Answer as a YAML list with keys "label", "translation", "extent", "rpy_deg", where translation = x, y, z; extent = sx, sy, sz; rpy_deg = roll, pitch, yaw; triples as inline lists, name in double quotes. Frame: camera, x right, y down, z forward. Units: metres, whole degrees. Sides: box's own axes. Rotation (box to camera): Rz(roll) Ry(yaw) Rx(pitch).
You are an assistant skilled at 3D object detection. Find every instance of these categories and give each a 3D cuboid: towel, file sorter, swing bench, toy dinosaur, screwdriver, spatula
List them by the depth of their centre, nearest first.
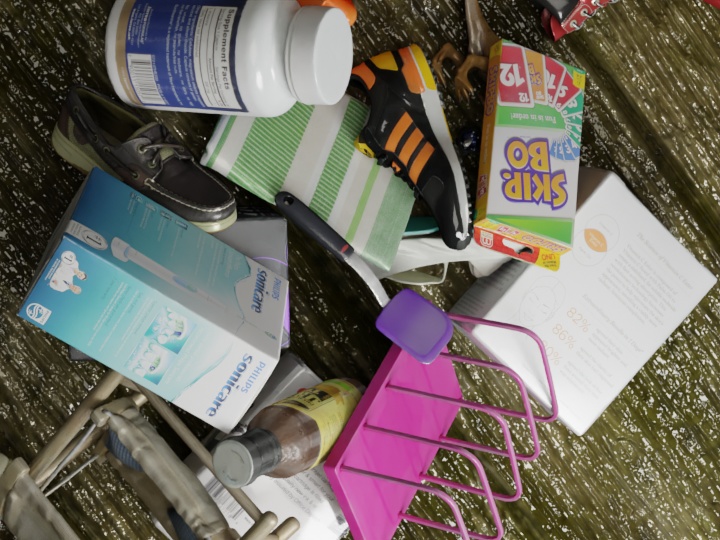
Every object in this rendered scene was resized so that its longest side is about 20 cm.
- label: "swing bench"
  translation: [-0.194, 0.214, 1.397]
  extent: [0.200, 0.130, 0.199]
  rpy_deg: [-44, 76, -2]
- label: "spatula"
  translation: [0.000, 0.000, 1.427]
  extent: [0.200, 0.021, 0.057]
  rpy_deg: [44, 59, -2]
- label: "file sorter"
  translation: [0.080, 0.153, 1.433]
  extent: [0.201, 0.124, 0.140]
  rpy_deg: [-58, 144, -35]
- label: "screwdriver"
  translation: [0.101, -0.118, 1.458]
  extent: [0.029, 0.200, 0.028]
  rpy_deg: [-34, 92, 3]
- label: "towel"
  translation: [-0.037, -0.106, 1.483]
  extent: [0.199, 0.023, 0.154]
  rpy_deg: [30, 56, -14]
- label: "toy dinosaur"
  translation: [0.115, -0.210, 1.531]
  extent: [0.106, 0.060, 0.202]
  rpy_deg: [-31, 103, -29]

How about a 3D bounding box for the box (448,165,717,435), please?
- label: "box"
  translation: [0.209, 0.026, 1.543]
  extent: [0.152, 0.106, 0.200]
  rpy_deg: [43, 88, -12]

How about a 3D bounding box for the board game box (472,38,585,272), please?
- label: "board game box"
  translation: [0.154, -0.105, 1.470]
  extent: [0.095, 0.030, 0.202]
  rpy_deg: [17, 68, -23]

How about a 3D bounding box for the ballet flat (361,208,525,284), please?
- label: "ballet flat"
  translation: [0.088, -0.022, 1.524]
  extent: [0.197, 0.069, 0.070]
  rpy_deg: [-6, 99, 9]

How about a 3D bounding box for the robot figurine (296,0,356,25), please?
- label: "robot figurine"
  translation: [-0.072, -0.302, 1.442]
  extent: [0.199, 0.144, 0.117]
  rpy_deg: [36, 50, -13]

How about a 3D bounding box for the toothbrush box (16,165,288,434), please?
- label: "toothbrush box"
  translation: [-0.164, 0.022, 1.331]
  extent: [0.199, 0.147, 0.086]
  rpy_deg: [30, 113, -13]

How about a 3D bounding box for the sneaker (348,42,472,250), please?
- label: "sneaker"
  translation: [0.043, -0.105, 1.479]
  extent: [0.089, 0.070, 0.202]
  rpy_deg: [-15, 75, 0]

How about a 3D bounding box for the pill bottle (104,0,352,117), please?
- label: "pill bottle"
  translation: [-0.112, -0.191, 1.405]
  extent: [0.198, 0.111, 0.112]
  rpy_deg: [6, 97, 23]

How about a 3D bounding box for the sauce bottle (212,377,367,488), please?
- label: "sauce bottle"
  translation: [-0.055, 0.139, 1.376]
  extent: [0.064, 0.200, 0.066]
  rpy_deg: [4, 100, 26]

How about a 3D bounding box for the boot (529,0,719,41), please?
- label: "boot"
  translation: [0.252, -0.263, 1.537]
  extent: [0.198, 0.072, 0.145]
  rpy_deg: [27, 92, -5]

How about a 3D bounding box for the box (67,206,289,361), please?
- label: "box"
  translation: [-0.168, 0.010, 1.465]
  extent: [0.197, 0.106, 0.124]
  rpy_deg: [-2, 98, -10]

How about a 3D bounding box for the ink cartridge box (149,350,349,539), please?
- label: "ink cartridge box"
  translation: [-0.079, 0.200, 1.518]
  extent: [0.200, 0.084, 0.146]
  rpy_deg: [-46, 103, -3]

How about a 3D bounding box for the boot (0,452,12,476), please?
- label: "boot"
  translation: [-0.420, 0.218, 1.458]
  extent: [0.155, 0.073, 0.201]
  rpy_deg: [38, 87, -14]

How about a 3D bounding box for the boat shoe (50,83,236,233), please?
- label: "boat shoe"
  translation: [-0.191, -0.099, 1.418]
  extent: [0.199, 0.073, 0.065]
  rpy_deg: [28, 127, 19]
